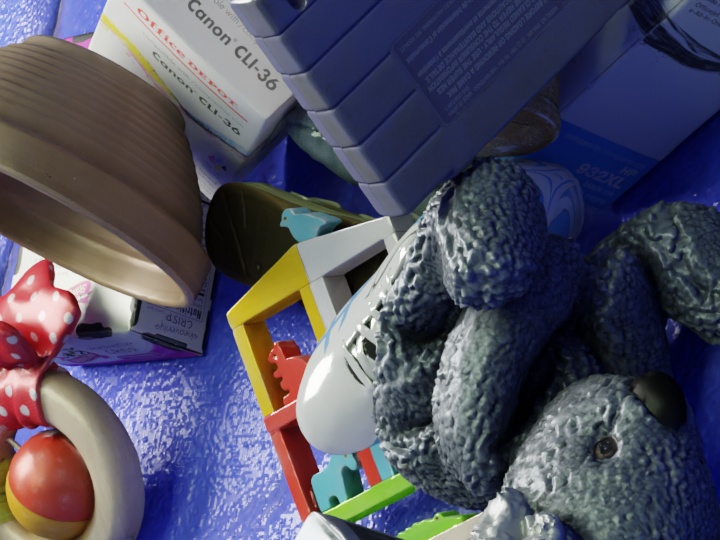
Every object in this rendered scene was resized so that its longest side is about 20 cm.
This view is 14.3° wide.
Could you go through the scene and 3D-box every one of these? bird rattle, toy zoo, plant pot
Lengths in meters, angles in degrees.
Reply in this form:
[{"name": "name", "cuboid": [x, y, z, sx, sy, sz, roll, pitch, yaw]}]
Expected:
[{"name": "bird rattle", "cuboid": [-0.189, 0.105, 1.691, 0.163, 0.113, 0.200, 36, 115, 20]}, {"name": "toy zoo", "cuboid": [0.000, 0.059, 1.496, 0.131, 0.020, 0.201, -31, 73, 38]}, {"name": "plant pot", "cuboid": [-0.160, -0.065, 1.586, 0.201, 0.201, 0.093, 13, 71, 52]}]

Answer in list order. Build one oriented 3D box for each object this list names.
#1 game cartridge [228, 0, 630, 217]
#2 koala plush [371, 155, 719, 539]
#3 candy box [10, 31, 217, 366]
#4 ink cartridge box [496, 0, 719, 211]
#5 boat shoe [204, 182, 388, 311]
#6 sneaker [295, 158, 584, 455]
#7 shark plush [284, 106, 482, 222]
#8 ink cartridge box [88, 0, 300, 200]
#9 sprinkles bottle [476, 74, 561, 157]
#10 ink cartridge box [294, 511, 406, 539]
[{"name": "game cartridge", "cuboid": [0.046, -0.133, 1.298, 0.200, 0.130, 0.038, -45, 26, -23]}, {"name": "koala plush", "cuboid": [0.103, 0.085, 1.312, 0.184, 0.177, 0.200, -60, 38, 31]}, {"name": "candy box", "cuboid": [-0.140, -0.047, 1.741, 0.136, 0.061, 0.201, -5, 69, 49]}, {"name": "ink cartridge box", "cuboid": [0.142, -0.151, 1.426, 0.200, 0.084, 0.146, -42, 45, 31]}, {"name": "boat shoe", "cuboid": [-0.001, 0.002, 1.552, 0.200, 0.063, 0.074, 23, 108, 43]}, {"name": "sneaker", "cuboid": [0.028, 0.017, 1.412, 0.200, 0.072, 0.072, -47, 68, 27]}, {"name": "shark plush", "cuboid": [0.038, -0.038, 1.501, 0.091, 0.083, 0.200, -59, 39, 13]}, {"name": "ink cartridge box", "cuboid": [-0.082, -0.124, 1.587, 0.068, 0.116, 0.200, -46, -2, -21]}, {"name": "sprinkles bottle", "cuboid": [0.068, -0.158, 1.394, 0.068, 0.068, 0.201, -18, 60, 45]}, {"name": "ink cartridge box", "cuboid": [0.002, 0.226, 1.362, 0.201, 0.162, 0.057, -63, 33, 8]}]
